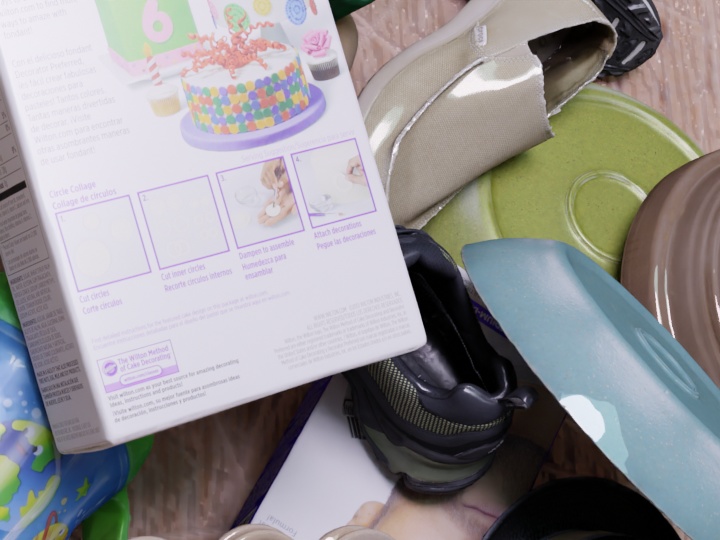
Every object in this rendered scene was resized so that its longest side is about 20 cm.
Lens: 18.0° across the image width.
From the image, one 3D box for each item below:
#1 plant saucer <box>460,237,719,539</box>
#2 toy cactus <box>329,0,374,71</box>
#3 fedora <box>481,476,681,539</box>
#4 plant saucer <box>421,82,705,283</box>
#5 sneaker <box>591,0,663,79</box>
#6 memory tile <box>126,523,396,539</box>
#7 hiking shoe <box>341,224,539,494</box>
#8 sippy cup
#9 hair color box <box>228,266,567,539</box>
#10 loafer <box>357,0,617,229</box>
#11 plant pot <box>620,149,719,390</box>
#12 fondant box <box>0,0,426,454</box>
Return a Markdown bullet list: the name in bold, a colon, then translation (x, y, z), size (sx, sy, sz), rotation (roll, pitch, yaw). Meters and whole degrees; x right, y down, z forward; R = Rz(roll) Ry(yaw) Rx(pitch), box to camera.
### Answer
- **plant saucer**: translation (0.126, 0.051, 1.017), size (0.200, 0.036, 0.200), rotation (45, 11, -11)
- **toy cactus**: translation (-0.012, -0.151, 1.140), size (0.102, 0.200, 0.165), rotation (3, 101, -30)
- **fedora**: translation (0.125, 0.182, 0.999), size (0.200, 0.092, 0.201), rotation (15, 68, -42)
- **plant saucer**: translation (0.127, -0.022, 1.190), size (0.200, 0.031, 0.200), rotation (12, 59, -20)
- **sneaker**: translation (0.083, -0.181, 1.235), size (0.200, 0.074, 0.079), rotation (35, 37, -8)
- **memory tile**: translation (-0.067, 0.180, 0.918), size (0.200, 0.017, 0.154), rotation (1, 93, -31)
- **hiking shoe**: translation (0.000, 0.000, 0.997), size (0.200, 0.101, 0.076), rotation (45, 53, 8)
- **sippy cup**: translation (-0.172, 0.086, 0.921), size (0.178, 0.140, 0.130), rotation (33, 57, -2)
- **hair color box**: translation (0.019, 0.093, 1.053), size (0.109, 0.065, 0.200), rotation (33, 55, -5)
- **loafer**: translation (0.059, -0.084, 1.135), size (0.068, 0.076, 0.200), rotation (21, 56, 32)
- **plant pot**: translation (0.236, 0.022, 1.153), size (0.201, 0.093, 0.201), rotation (14, 65, -33)
- **fondant box**: translation (-0.072, -0.044, 0.896), size (0.144, 0.058, 0.200), rotation (-16, 90, -29)
